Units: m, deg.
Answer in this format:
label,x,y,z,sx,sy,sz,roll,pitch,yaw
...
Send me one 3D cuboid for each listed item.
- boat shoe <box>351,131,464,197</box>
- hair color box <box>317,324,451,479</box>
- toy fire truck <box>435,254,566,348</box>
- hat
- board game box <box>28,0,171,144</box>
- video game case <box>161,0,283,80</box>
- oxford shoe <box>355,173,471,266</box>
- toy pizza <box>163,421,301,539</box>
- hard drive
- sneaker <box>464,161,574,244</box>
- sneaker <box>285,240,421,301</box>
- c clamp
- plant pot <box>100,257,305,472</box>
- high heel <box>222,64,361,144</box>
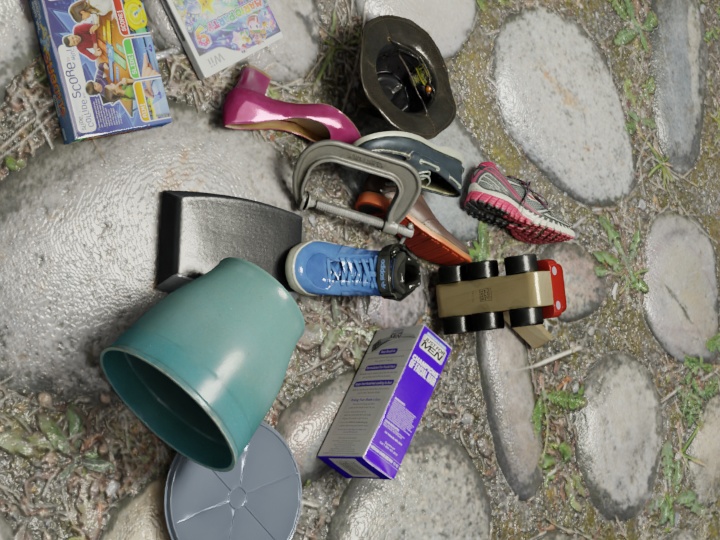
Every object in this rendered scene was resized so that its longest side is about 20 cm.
label,x,y,z,sx,sy,sz,roll,pitch,yaw
boat shoe,0.067,-0.138,1.708,0.198,0.074,0.063,12,66,-48
hair color box,0.033,0.174,1.674,0.065,0.109,0.202,37,64,-26
toy fire truck,0.228,0.049,1.805,0.199,0.174,0.131,-2,84,-51
hat,0.042,-0.256,1.751,0.199,0.080,0.204,24,56,-40
board game box,-0.314,-0.263,1.519,0.134,0.034,0.203,-15,93,-36
video game case,-0.196,-0.366,1.631,0.143,0.018,0.202,-34,105,-35
oxford shoe,0.085,-0.073,1.770,0.199,0.071,0.073,34,60,-28
toy pizza,-0.159,0.280,1.566,0.198,0.032,0.204,5,82,-37
hard drive,-0.159,-0.029,1.599,0.198,0.042,0.137,9,79,-35
sneaker,0.246,-0.095,1.885,0.198,0.080,0.076,25,68,-31
sneaker,0.000,-0.001,1.644,0.198,0.110,0.078,10,79,-50
c clamp,-0.007,-0.091,1.678,0.197,0.172,0.027,20,40,-19
plant pot,-0.167,0.096,1.476,0.201,0.199,0.188,51,60,-19
high heel,-0.087,-0.183,1.652,0.199,0.067,0.097,32,57,-24
